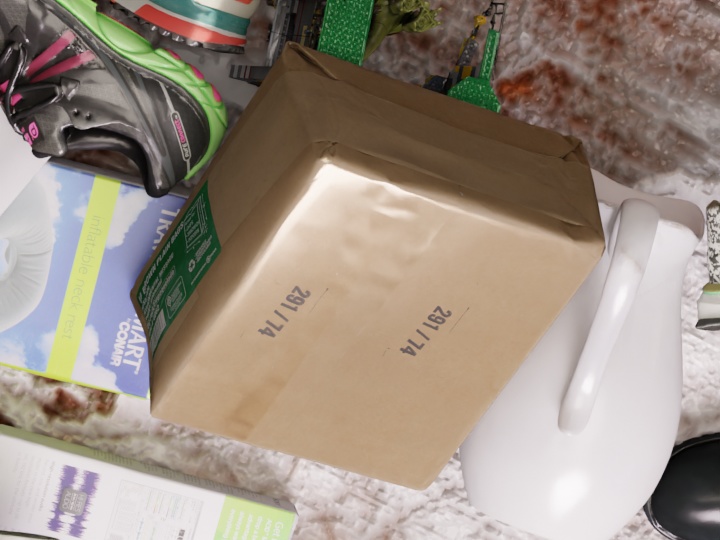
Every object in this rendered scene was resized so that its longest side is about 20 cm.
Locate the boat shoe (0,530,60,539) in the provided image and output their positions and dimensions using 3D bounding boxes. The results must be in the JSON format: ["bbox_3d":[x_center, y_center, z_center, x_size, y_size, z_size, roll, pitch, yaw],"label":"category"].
[{"bbox_3d":[-0.265,0.171,1.661,0.201,0.072,0.061,2,87,19],"label":"boat shoe"}]

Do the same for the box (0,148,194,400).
[{"bbox_3d":[-0.179,-0.004,1.684,0.199,0.048,0.122,14,97,-7],"label":"box"}]

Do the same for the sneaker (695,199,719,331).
[{"bbox_3d":[0.276,-0.023,1.691,0.199,0.077,0.089,-13,98,-27],"label":"sneaker"}]

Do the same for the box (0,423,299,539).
[{"bbox_3d":[-0.150,0.179,1.719,0.199,0.036,0.145,16,96,-6],"label":"box"}]

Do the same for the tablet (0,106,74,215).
[{"bbox_3d":[-0.238,-0.083,1.641,0.130,0.014,0.200,38,73,0],"label":"tablet"}]

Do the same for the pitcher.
[{"bbox_3d":[0.126,0.051,1.658,0.121,0.172,0.201,19,95,5],"label":"pitcher"}]

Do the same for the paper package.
[{"bbox_3d":[0.000,0.000,1.612,0.190,0.104,0.200,18,126,-25],"label":"paper package"}]

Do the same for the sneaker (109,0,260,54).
[{"bbox_3d":[-0.133,-0.196,1.629,0.199,0.070,0.094,28,99,14],"label":"sneaker"}]

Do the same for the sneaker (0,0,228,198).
[{"bbox_3d":[-0.169,-0.107,1.614,0.200,0.077,0.084,30,78,-2],"label":"sneaker"}]

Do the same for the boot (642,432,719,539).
[{"bbox_3d":[0.270,0.145,1.690,0.198,0.162,0.074,8,96,-7],"label":"boot"}]

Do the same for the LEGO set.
[{"bbox_3d":[0.008,-0.164,1.665,0.153,0.116,0.201,2,93,-30],"label":"LEGO set"}]
